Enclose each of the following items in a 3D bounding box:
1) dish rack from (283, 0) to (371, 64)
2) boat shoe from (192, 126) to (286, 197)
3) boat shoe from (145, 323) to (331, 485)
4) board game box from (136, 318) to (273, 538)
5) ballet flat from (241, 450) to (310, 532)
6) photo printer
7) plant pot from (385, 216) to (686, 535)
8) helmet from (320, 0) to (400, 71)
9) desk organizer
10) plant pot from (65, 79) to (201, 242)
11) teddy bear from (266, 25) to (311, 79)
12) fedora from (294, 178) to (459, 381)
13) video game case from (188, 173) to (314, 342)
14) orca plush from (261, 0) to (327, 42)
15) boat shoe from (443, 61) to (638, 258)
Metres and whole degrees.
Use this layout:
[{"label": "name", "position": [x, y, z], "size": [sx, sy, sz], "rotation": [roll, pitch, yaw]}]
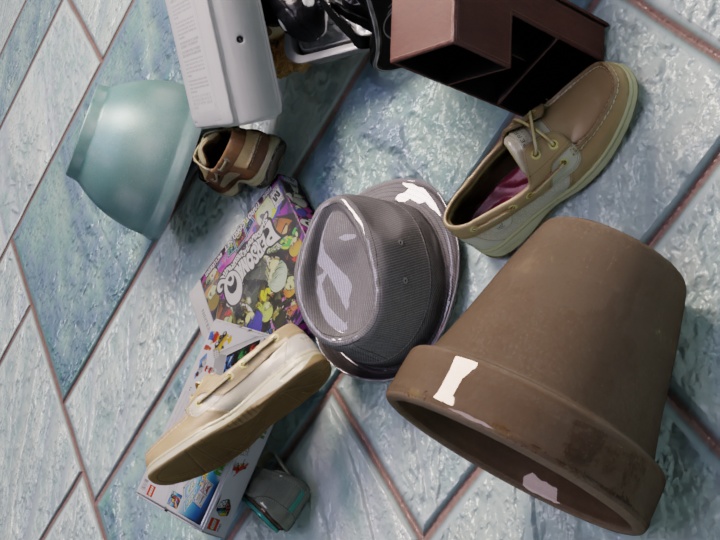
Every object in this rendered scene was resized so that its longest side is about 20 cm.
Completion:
[{"label": "dish rack", "position": [0.013, -0.301, 1.093], "size": [0.199, 0.043, 0.173], "rotation": [-7, 72, 33]}, {"label": "boat shoe", "position": [-0.154, -0.136, 1.215], "size": [0.200, 0.074, 0.076], "rotation": [-4, 66, 63]}, {"label": "boat shoe", "position": [-0.123, 0.125, 0.987], "size": [0.200, 0.074, 0.069], "rotation": [-35, 60, -2]}, {"label": "board game box", "position": [-0.144, 0.155, 1.064], "size": [0.126, 0.035, 0.201], "rotation": [12, 74, 47]}, {"label": "ballet flat", "position": [-0.118, 0.210, 1.088], "size": [0.064, 0.067, 0.200], "rotation": [-51, 36, -17]}, {"label": "photo printer", "position": [-0.154, -0.256, 1.128], "size": [0.166, 0.069, 0.201], "rotation": [11, 115, 65]}, {"label": "plant pot", "position": [0.142, 0.062, 0.737], "size": [0.200, 0.200, 0.175], "rotation": [16, 72, 51]}, {"label": "helmet", "position": [0.051, -0.289, 0.908], "size": [0.190, 0.201, 0.200], "rotation": [-32, 41, -12]}, {"label": "desk organizer", "position": [0.114, -0.182, 0.833], "size": [0.072, 0.199, 0.077], "rotation": [-7, 77, 45]}, {"label": "plant pot", "position": [-0.284, -0.152, 1.297], "size": [0.200, 0.134, 0.201], "rotation": [-160, 90, -74]}, {"label": "teddy bear", "position": [-0.082, -0.320, 1.186], "size": [0.201, 0.145, 0.067], "rotation": [-58, -3, -12]}, {"label": "fedora", "position": [0.000, 0.000, 0.964], "size": [0.176, 0.090, 0.201], "rotation": [-12, 71, 35]}, {"label": "video game case", "position": [-0.106, 0.025, 1.149], "size": [0.200, 0.036, 0.182], "rotation": [-50, 45, 26]}, {"label": "orca plush", "position": [-0.086, -0.333, 1.103], "size": [0.105, 0.071, 0.201], "rotation": [-17, 65, 30]}, {"label": "boat shoe", "position": [0.146, -0.093, 0.865], "size": [0.200, 0.066, 0.074], "rotation": [-53, 43, 23]}]
